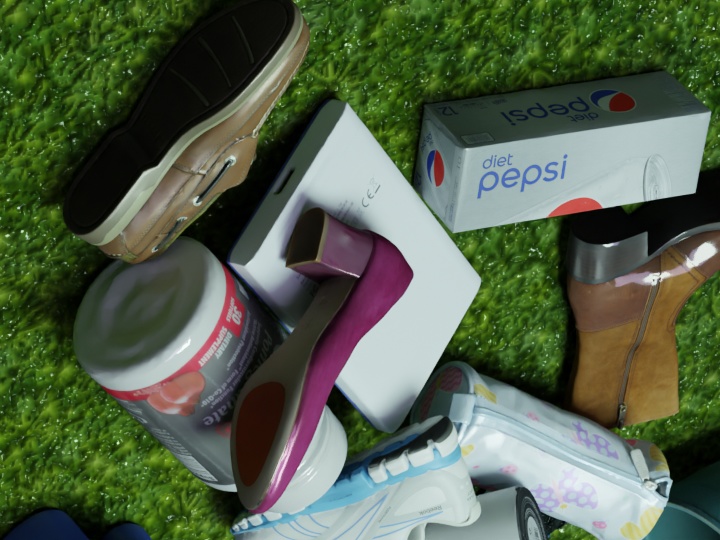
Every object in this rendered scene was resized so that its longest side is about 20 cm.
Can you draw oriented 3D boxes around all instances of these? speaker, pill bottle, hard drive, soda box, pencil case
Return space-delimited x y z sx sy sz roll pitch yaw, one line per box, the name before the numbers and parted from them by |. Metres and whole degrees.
speaker | 0.032 0.214 1.578 0.198 0.082 0.081 -15 134 16
pill bottle | -0.091 0.076 1.445 0.111 0.111 0.200 -41 133 0
hard drive | 0.000 0.000 1.471 0.133 0.025 0.200 -59 136 -20
soda box | 0.138 -0.082 1.505 0.198 0.063 0.069 -9 126 -25
pencil case | 0.132 0.136 1.609 0.199 0.091 0.084 24 87 -24

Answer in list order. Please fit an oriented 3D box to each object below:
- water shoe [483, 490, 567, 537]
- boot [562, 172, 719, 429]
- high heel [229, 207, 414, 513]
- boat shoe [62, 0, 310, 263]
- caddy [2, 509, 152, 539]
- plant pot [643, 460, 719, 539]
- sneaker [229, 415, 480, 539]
water shoe | 0.112 0.213 1.681 0.199 0.079 0.072 -34 132 -6
boot | 0.239 0.035 1.643 0.187 0.069 0.201 -19 129 -19
high heel | -0.017 0.066 1.388 0.096 0.067 0.202 28 72 -37
boat shoe | -0.098 -0.087 1.364 0.200 0.072 0.068 -43 137 15
caddy | -0.199 0.263 1.511 0.141 0.105 0.201 15 112 -38
plant pot | 0.336 0.227 1.763 0.187 0.200 0.201 -30 133 -29
sneaker | -0.003 0.174 1.529 0.199 0.075 0.087 -21 103 34
